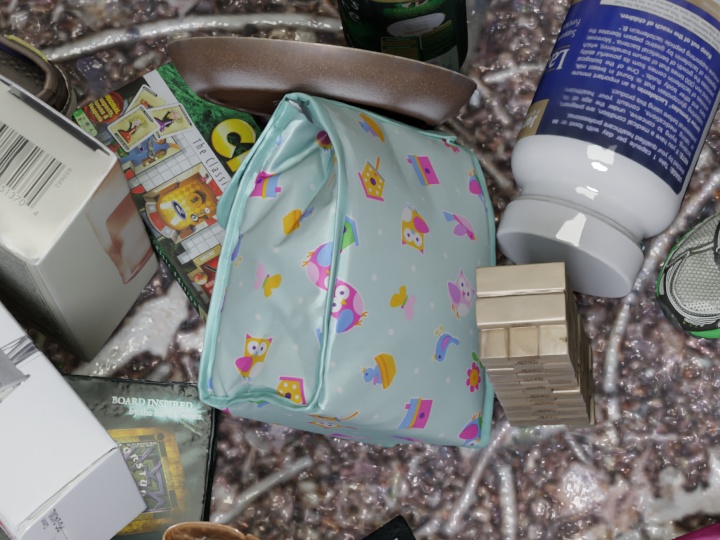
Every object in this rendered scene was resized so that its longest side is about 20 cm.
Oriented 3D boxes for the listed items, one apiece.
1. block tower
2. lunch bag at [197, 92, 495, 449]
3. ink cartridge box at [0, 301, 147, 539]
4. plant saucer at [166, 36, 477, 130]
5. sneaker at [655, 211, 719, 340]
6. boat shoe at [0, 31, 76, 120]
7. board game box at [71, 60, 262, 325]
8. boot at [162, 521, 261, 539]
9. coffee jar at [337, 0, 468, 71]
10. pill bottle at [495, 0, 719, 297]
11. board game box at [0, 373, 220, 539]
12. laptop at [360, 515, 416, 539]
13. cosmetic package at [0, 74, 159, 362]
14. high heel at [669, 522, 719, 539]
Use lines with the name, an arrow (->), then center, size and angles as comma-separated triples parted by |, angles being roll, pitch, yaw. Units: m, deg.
block tower -> 0.108, 0.050, 1.445 | 0.058, 0.200, 0.054 | -3, 73, 11
lunch bag -> 0.000, 0.000, 1.461 | 0.122, 0.170, 0.201 | -3, 78, 43
ink cartridge box -> -0.226, 0.082, 1.449 | 0.083, 0.145, 0.200 | -39, 73, -11
plant saucer -> -0.026, -0.116, 1.510 | 0.199, 0.200, 0.032 | 7, 86, 5
sneaker -> 0.271, -0.033, 1.522 | 0.200, 0.085, 0.078 | -37, 74, -8
boat shoe -> -0.288, -0.146, 1.602 | 0.199, 0.060, 0.072 | 22, 75, 10
board game box -> -0.096, -0.048, 1.572 | 0.105, 0.023, 0.200 | -29, 72, -20
boot -> -0.084, 0.198, 1.402 | 0.199, 0.155, 0.074 | 4, 57, 33
coffee jar -> 0.023, -0.199, 1.528 | 0.085, 0.200, 0.105 | -12, 71, -1
pill bottle -> 0.165, -0.091, 1.530 | 0.115, 0.116, 0.201 | 20, 73, 9
board game box -> -0.194, 0.133, 1.522 | 0.199, 0.028, 0.136 | 4, 72, 5
laptop -> 0.010, 0.290, 1.456 | 0.177, 0.103, 0.200 | -34, 98, 2
cosmetic package -> -0.198, -0.029, 1.486 | 0.103, 0.200, 0.087 | 34, 75, 11
high heel -> 0.163, 0.202, 1.443 | 0.199, 0.096, 0.068 | -14, 72, 0
